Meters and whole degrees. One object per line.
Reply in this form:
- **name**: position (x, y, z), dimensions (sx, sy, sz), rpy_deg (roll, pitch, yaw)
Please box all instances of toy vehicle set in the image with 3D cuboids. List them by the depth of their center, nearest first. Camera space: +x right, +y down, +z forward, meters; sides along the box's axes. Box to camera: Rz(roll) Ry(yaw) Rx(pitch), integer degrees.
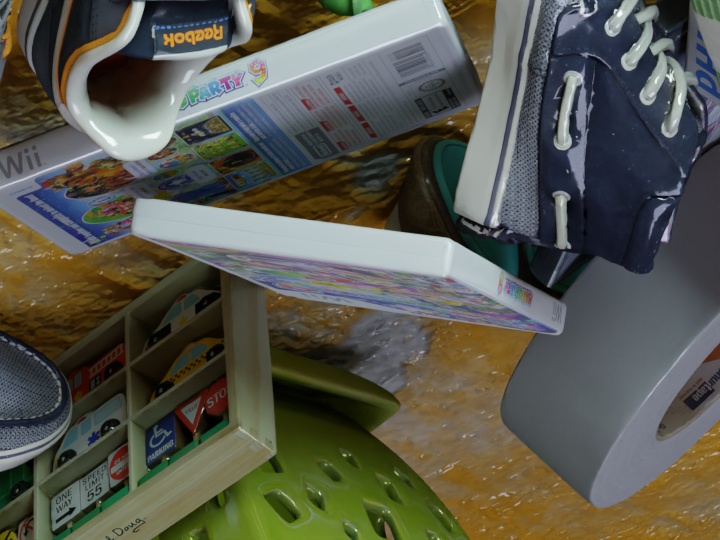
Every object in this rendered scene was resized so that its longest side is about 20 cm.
- **toy vehicle set**: position (-0.124, 0.084, 1.338), dimensions (0.200, 0.125, 0.026), rpy_deg (-35, 128, 25)

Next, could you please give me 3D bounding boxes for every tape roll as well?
- **tape roll**: position (0.162, 0.025, 1.411), dimensions (0.200, 0.066, 0.200), rpy_deg (-41, 162, -17)

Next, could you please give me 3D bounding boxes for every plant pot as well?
- **plant pot**: position (-0.071, 0.147, 1.426), dimensions (0.200, 0.182, 0.199), rpy_deg (-36, 148, 27)

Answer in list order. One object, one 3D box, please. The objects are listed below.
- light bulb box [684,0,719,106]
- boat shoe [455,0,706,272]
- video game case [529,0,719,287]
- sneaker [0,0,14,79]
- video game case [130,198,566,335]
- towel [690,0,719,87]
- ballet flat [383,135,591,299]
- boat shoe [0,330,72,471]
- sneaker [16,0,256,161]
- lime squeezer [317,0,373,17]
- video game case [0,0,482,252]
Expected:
- **light bulb box**: position (0.244, -0.118, 1.110), dimensions (0.125, 0.200, 0.199), rpy_deg (-40, 152, -23)
- **boat shoe**: position (0.104, -0.093, 1.146), dimensions (0.092, 0.075, 0.201), rpy_deg (19, 125, 12)
- **video game case**: position (0.155, -0.084, 1.295), dimensions (0.143, 0.019, 0.200), rpy_deg (-34, 159, -30)
- **sneaker**: position (-0.165, -0.096, 1.066), dimensions (0.077, 0.078, 0.200), rpy_deg (-25, 160, -45)
- **video game case**: position (0.000, 0.000, 1.241), dimensions (0.142, 0.018, 0.200), rpy_deg (8, 175, 19)
- **towel**: position (0.192, -0.073, 1.087), dimensions (0.023, 0.152, 0.200), rpy_deg (-42, 127, -22)
- **ballet flat**: position (0.055, -0.012, 1.375), dimensions (0.072, 0.068, 0.200), rpy_deg (-14, 161, 27)
- **boat shoe**: position (-0.195, 0.038, 1.261), dimensions (0.199, 0.075, 0.093), rpy_deg (8, 148, -42)
- **sneaker**: position (-0.068, -0.129, 1.027), dimensions (0.078, 0.080, 0.201), rpy_deg (-9, 138, -30)
- **lime squeezer**: position (-0.026, -0.116, 1.149), dimensions (0.071, 0.038, 0.200), rpy_deg (-38, 150, 24)
- **video game case**: position (-0.051, -0.060, 1.188), dimensions (0.199, 0.018, 0.143), rpy_deg (-20, 168, 5)
